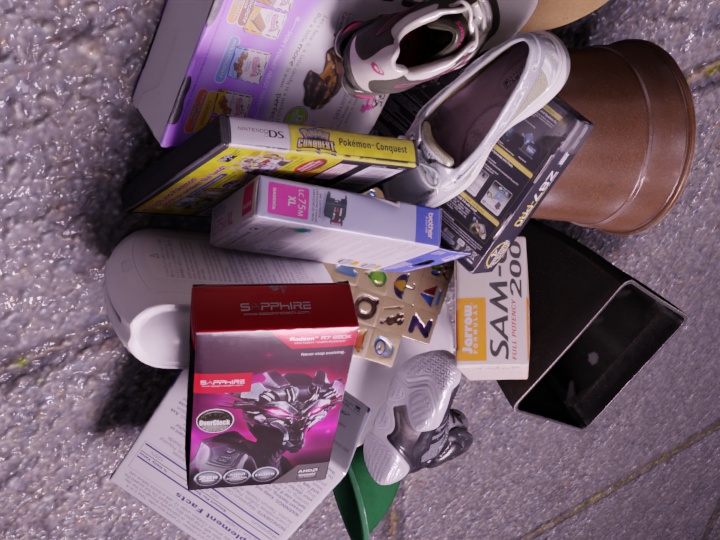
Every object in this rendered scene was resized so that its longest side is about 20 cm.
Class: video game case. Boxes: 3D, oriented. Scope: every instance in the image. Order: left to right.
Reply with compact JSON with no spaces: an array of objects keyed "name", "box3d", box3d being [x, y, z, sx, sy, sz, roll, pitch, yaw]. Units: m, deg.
[{"name":"video game case","box3d":[-0.080,-0.078,0.790,0.178,0.026,0.199,1,168,-35]}]

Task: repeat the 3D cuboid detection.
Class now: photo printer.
[{"name":"photo printer","box3d":[-0.122,0.024,0.824,0.197,0.167,0.070,5,114,-21]}]

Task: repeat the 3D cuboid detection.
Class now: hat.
[{"name":"hat","box3d":[0.052,0.238,1.194,0.173,0.201,0.167,-14,139,-14]}]

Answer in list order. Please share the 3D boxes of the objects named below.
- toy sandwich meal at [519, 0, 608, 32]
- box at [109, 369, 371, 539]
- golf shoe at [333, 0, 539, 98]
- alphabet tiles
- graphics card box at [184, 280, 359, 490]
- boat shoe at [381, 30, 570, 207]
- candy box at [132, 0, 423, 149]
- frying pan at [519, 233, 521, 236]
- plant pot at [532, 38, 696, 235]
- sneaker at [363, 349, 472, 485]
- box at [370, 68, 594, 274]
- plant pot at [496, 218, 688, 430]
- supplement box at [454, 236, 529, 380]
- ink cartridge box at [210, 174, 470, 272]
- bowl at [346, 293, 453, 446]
[{"name":"toy sandwich meal","box3d":[0.159,-0.291,0.826,0.202,0.071,0.206,-12,156,-5]},{"name":"box","box3d":[-0.121,0.176,0.953,0.201,0.183,0.105,-51,-174,32]},{"name":"golf shoe","box3d":[0.077,-0.188,0.741,0.198,0.088,0.078,-31,113,-19]},{"name":"alphabet tiles","box3d":[0.000,0.000,0.956,0.197,0.006,0.169,19,90,-21]},{"name":"graphics card box","box3d":[-0.077,0.097,0.758,0.123,0.051,0.202,-1,135,-15]},{"name":"boat shoe","box3d":[0.082,-0.119,0.775,0.201,0.075,0.064,-39,163,32]},{"name":"candy box","box3d":[-0.063,-0.177,0.776,0.198,0.072,0.169,4,125,-41]},{"name":"frying pan","box3d":[0.119,-0.049,0.994,0.031,0.115,0.191,-30,-165,37]},{"name":"plant pot","box3d":[0.191,-0.133,0.944,0.195,0.201,0.202,-3,130,-28]},{"name":"sneaker","box3d":[0.084,0.159,1.069,0.112,0.076,0.201,-5,136,-37]},{"name":"box","box3d":[0.082,-0.122,0.844,0.049,0.200,0.162,-4,132,-56]},{"name":"plant pot","box3d":[0.250,0.055,1.178,0.199,0.178,0.200,23,113,-48]},{"name":"supplement box","box3d":[0.141,0.046,0.992,0.072,0.128,0.200,-2,170,10]},{"name":"ink cartridge box","box3d":[-0.017,-0.035,0.808,0.197,0.043,0.119,11,166,-25]},{"name":"bowl","box3d":[0.004,0.102,1.062,0.198,0.075,0.202,-27,141,-16]}]
